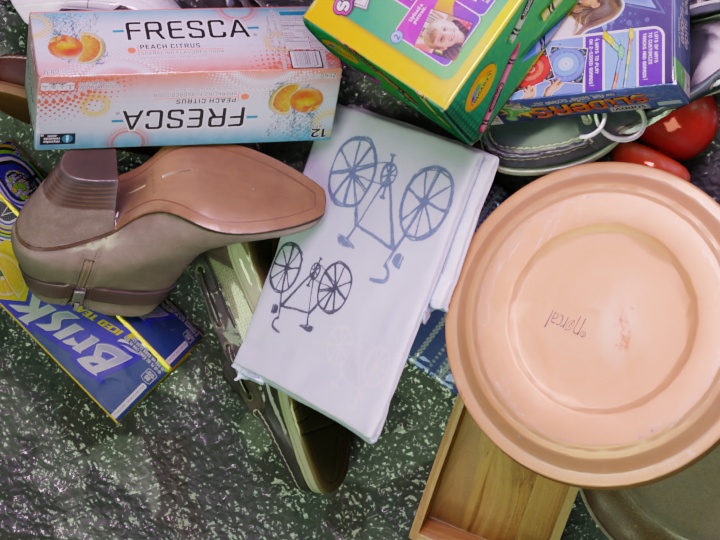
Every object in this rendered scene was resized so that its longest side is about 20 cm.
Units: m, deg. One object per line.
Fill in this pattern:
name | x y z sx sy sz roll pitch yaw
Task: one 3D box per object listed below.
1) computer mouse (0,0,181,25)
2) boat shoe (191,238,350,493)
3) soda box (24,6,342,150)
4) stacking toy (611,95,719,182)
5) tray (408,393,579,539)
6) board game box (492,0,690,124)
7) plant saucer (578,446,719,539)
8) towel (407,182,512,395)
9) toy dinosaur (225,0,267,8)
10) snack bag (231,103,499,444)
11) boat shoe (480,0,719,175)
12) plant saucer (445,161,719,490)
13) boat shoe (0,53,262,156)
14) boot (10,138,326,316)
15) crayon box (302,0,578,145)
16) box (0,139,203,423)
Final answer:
computer mouse | -0.197 -0.185 1.642 0.199 0.110 0.044 13 103 3
boat shoe | -0.064 0.060 1.698 0.066 0.072 0.202 -13 100 30
soda box | -0.115 -0.125 1.582 0.199 0.064 0.069 -2 138 -13
stacking toy | 0.167 -0.030 1.550 0.085 0.085 0.201 27 90 8
tray | 0.110 0.108 1.648 0.098 0.037 0.201 21 115 8
board game box | 0.130 -0.192 1.478 0.135 0.034 0.201 -4 71 22
plant saucer | 0.239 0.129 1.590 0.199 0.032 0.201 10 127 13
towel | 0.097 0.026 1.653 0.200 0.024 0.145 36 116 1
toy dinosaur | -0.105 -0.247 1.583 0.180 0.105 0.201 -10 97 4
snack bag | 0.000 0.000 1.574 0.188 0.021 0.201 23 93 55
boat shoe | 0.162 -0.115 1.496 0.199 0.062 0.075 -18 80 12
plant saucer | 0.148 0.032 1.487 0.199 0.032 0.202 -3 78 14
boat shoe | -0.158 -0.116 1.667 0.199 0.070 0.071 17 77 10
boot | -0.132 -0.021 1.634 0.199 0.071 0.147 10 144 -6
crayon box | 0.073 -0.191 1.448 0.119 0.058 0.200 35 88 30
box | -0.210 0.008 1.730 0.200 0.064 0.070 45 119 -2
